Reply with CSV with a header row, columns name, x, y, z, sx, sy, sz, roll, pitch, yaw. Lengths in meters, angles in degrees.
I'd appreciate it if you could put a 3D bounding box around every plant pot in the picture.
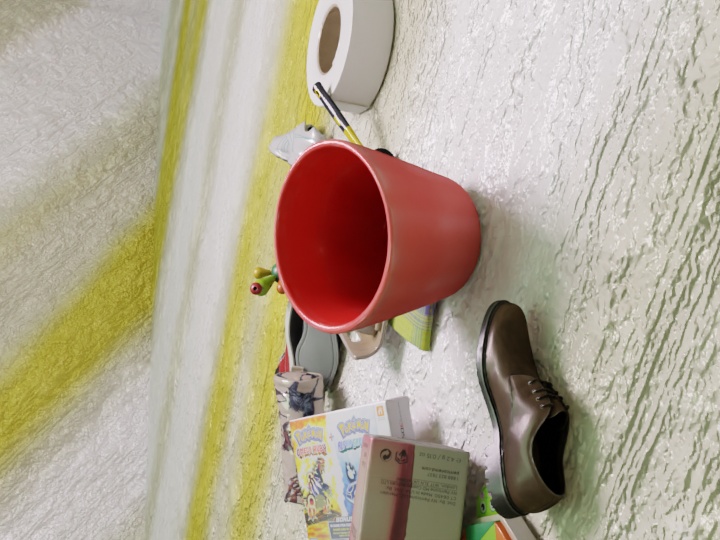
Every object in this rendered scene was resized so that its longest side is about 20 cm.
name,x,y,z,sx,sy,sz,roll,pitch,yaw
plant pot,0.028,-0.038,0.932,0.198,0.175,0.206,2,93,48

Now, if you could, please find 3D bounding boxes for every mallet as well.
name,x,y,z,sx,sy,sz,roll,pitch,yaw
mallet,-0.018,-0.191,1.221,0.201,0.041,0.067,52,140,30

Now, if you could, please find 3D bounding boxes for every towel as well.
name,x,y,z,sx,sy,sz,roll,pitch,yaw
towel,0.073,-0.017,1.061,0.143,0.022,0.205,-141,59,-63

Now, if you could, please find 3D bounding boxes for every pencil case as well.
name,x,y,z,sx,sy,sz,roll,pitch,yaw
pencil case,-0.087,0.250,1.273,0.089,0.076,0.205,177,89,-77

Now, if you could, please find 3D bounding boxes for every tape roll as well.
name,x,y,z,sx,sy,sz,roll,pitch,yaw
tape roll,-0.019,-0.349,1.297,0.202,0.069,0.208,-174,90,-67

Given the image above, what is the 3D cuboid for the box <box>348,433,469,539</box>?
name,x,y,z,sx,sy,sz,roll,pitch,yaw
box,0.043,0.282,0.888,0.128,0.106,0.205,110,169,-80

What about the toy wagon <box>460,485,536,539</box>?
name,x,y,z,sx,sy,sz,roll,pitch,yaw
toy wagon,0.134,0.298,0.820,0.155,0.039,0.205,140,131,-59

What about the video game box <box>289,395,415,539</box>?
name,x,y,z,sx,sy,sz,roll,pitch,yaw
video game box,-0.003,0.263,1.042,0.198,0.046,0.187,-22,73,46

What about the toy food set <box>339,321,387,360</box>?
name,x,y,z,sx,sy,sz,roll,pitch,yaw
toy food set,0.000,0.000,1.137,0.144,0.059,0.205,-129,48,-69

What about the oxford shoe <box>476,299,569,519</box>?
name,x,y,z,sx,sy,sz,roll,pitch,yaw
oxford shoe,0.159,0.120,0.783,0.084,0.072,0.205,-27,61,44

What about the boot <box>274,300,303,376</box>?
name,x,y,z,sx,sy,sz,roll,pitch,yaw
boot,-0.109,0.120,1.409,0.144,0.071,0.206,177,94,-68

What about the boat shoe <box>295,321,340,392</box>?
name,x,y,z,sx,sy,sz,roll,pitch,yaw
boat shoe,-0.058,0.091,1.304,0.060,0.074,0.204,-47,-33,-61

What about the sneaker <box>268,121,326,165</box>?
name,x,y,z,sx,sy,sz,roll,pitch,yaw
sneaker,-0.105,-0.222,1.495,0.082,0.069,0.200,-65,28,5

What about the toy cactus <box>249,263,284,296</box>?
name,x,y,z,sx,sy,sz,roll,pitch,yaw
toy cactus,-0.105,-0.033,1.368,0.202,0.101,0.165,-58,-9,-8
